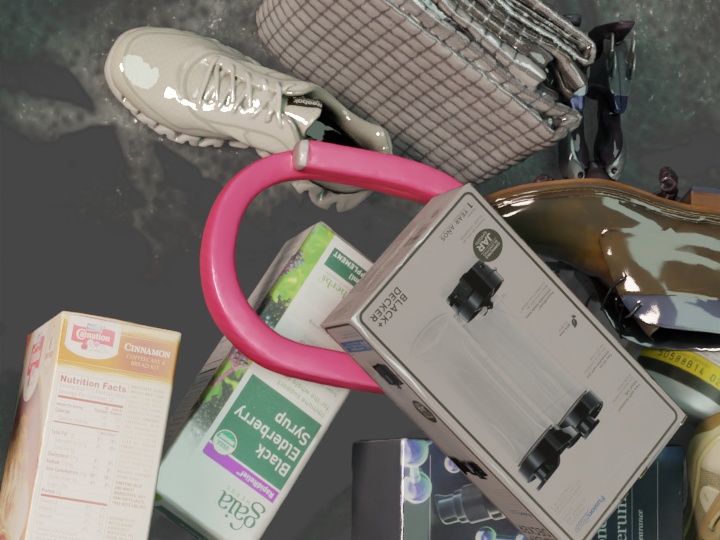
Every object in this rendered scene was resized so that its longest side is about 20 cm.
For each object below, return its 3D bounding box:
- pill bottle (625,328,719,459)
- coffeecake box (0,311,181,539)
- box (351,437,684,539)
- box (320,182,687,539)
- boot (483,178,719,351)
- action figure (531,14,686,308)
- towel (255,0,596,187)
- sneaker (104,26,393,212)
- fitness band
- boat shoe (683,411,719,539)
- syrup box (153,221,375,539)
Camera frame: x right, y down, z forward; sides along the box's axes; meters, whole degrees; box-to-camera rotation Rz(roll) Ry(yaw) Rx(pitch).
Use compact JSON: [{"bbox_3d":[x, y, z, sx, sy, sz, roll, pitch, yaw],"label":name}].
[{"bbox_3d":[0.260,0.026,1.179,0.111,0.111,0.201,34,75,-11],"label":"pill bottle"},{"bbox_3d":[-0.169,0.135,1.003,0.072,0.153,0.203,11,79,-16],"label":"coffeecake box"},{"bbox_3d":[0.100,0.185,1.109,0.197,0.107,0.151,3,82,-17],"label":"box"},{"bbox_3d":[0.086,0.061,1.029,0.200,0.060,0.117,45,72,-10],"label":"box"},{"bbox_3d":[0.164,-0.001,1.101,0.197,0.075,0.098,1,69,0],"label":"boot"},{"bbox_3d":[0.160,-0.070,1.183,0.129,0.069,0.203,-3,87,-23],"label":"action figure"},{"bbox_3d":[0.043,-0.151,1.105,0.199,0.165,0.086,35,68,-11],"label":"towel"},{"bbox_3d":[-0.067,-0.107,1.107,0.198,0.081,0.076,23,78,-13],"label":"sneaker"},{"bbox_3d":[0.000,0.000,1.053,0.198,0.037,0.146,11,78,-18],"label":"fitness band"},{"bbox_3d":[0.251,0.174,1.126,0.072,0.202,0.063,-14,45,-7],"label":"boat shoe"},{"bbox_3d":[-0.058,0.077,1.085,0.078,0.081,0.201,36,72,-11],"label":"syrup box"}]
